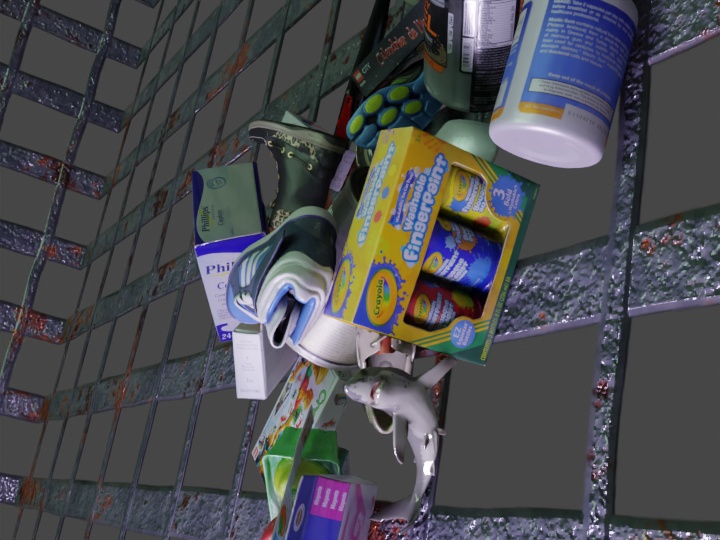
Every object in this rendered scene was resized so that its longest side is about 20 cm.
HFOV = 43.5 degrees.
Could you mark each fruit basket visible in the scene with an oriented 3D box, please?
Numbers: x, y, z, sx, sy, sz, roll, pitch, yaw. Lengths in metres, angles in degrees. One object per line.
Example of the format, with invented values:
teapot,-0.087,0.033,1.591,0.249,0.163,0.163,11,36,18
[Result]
fruit basket,-0.063,0.281,0.995,0.200,0.094,0.185,-85,-6,-54

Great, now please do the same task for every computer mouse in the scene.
computer mouse,0.097,-0.149,1.094,0.200,0.044,0.110,2,73,62

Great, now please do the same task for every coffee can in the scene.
coffee can,0.000,0.000,1.063,0.200,0.146,0.146,-54,31,30

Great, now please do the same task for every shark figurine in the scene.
shark figurine,0.039,0.159,0.929,0.089,0.128,0.215,20,135,44

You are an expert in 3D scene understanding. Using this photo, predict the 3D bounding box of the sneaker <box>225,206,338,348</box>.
sneaker,-0.097,0.034,0.954,0.200,0.081,0.147,-44,23,38

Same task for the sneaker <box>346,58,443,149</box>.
sneaker,0.063,-0.211,1.115,0.200,0.071,0.083,-42,7,-20

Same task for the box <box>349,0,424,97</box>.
box,0.090,-0.304,1.127,0.137,0.038,0.200,-36,-1,-42

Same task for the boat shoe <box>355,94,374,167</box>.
boat shoe,0.023,-0.214,1.241,0.073,0.074,0.200,-25,50,54

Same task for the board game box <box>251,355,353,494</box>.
board game box,-0.077,0.199,1.199,0.200,0.035,0.126,-64,28,13

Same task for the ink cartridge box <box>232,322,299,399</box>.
ink cartridge box,-0.115,0.050,1.182,0.200,0.043,0.174,-51,-39,-69

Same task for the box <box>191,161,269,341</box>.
box,-0.187,-0.030,1.379,0.184,0.105,0.200,-104,5,-47

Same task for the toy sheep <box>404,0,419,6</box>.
toy sheep,0.100,-0.418,1.172,0.200,0.138,0.138,122,156,-61

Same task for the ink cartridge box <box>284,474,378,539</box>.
ink cartridge box,-0.037,0.308,0.914,0.200,0.043,0.197,46,-124,-73

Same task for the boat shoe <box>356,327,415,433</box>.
boat shoe,0.027,0.081,0.982,0.063,0.071,0.200,-91,1,-65

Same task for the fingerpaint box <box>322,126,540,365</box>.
fingerpaint box,0.075,-0.022,0.917,0.073,0.167,0.200,10,81,63

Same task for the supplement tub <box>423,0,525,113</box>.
supplement tub,0.127,-0.278,0.947,0.123,0.122,0.200,-102,7,-46

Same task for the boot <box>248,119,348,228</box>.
boot,-0.106,-0.135,1.308,0.200,0.073,0.151,18,98,42

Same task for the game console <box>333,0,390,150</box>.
game console,0.006,-0.285,1.282,0.177,0.031,0.200,117,170,-71

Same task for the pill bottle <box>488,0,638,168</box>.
pill bottle,0.201,-0.210,0.865,0.112,0.112,0.200,5,76,62

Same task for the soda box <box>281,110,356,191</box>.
soda box,-0.077,-0.192,1.425,0.068,0.064,0.200,-65,28,12
